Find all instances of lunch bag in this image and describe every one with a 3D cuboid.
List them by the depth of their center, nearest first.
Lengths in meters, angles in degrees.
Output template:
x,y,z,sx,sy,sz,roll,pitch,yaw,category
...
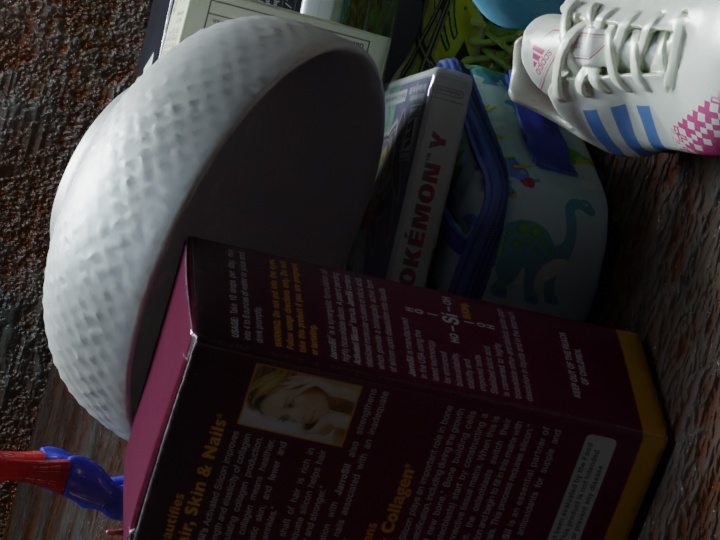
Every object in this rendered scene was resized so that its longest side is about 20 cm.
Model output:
x,y,z,sx,sy,sz,roll,pitch,yaw,category
0.055,-0.006,1.395,0.200,0.082,0.161,-102,30,-64,lunch bag

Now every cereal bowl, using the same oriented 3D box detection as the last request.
x,y,z,sx,sy,sz,roll,pitch,yaw,category
-0.075,-0.025,1.286,0.200,0.083,0.201,-49,-24,-30,cereal bowl

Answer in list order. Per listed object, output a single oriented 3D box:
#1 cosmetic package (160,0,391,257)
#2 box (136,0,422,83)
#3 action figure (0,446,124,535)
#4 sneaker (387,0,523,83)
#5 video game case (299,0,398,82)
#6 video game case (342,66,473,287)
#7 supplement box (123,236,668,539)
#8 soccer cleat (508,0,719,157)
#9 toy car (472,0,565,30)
x,y,z,sx,sy,sz,roll,pitch,yaw,category
-0.061,-0.028,1.409,0.071,0.105,0.201,-161,86,-80,cosmetic package
-0.042,-0.071,1.697,0.104,0.181,0.201,142,141,-74,box
-0.081,0.104,1.274,0.065,0.199,0.052,175,99,-65,action figure
0.054,-0.105,1.527,0.076,0.075,0.201,145,135,-75,sneaker
-0.008,-0.114,1.540,0.182,0.022,0.201,-8,-71,-80,video game case
0.000,0.000,1.389,0.200,0.023,0.183,178,105,-77,video game case
0.011,0.071,1.199,0.086,0.199,0.111,-98,23,-60,supplement box
0.112,-0.081,1.160,0.200,0.086,0.070,154,128,-76,soccer cleat
0.114,-0.188,1.210,0.200,0.184,0.177,25,75,39,toy car
